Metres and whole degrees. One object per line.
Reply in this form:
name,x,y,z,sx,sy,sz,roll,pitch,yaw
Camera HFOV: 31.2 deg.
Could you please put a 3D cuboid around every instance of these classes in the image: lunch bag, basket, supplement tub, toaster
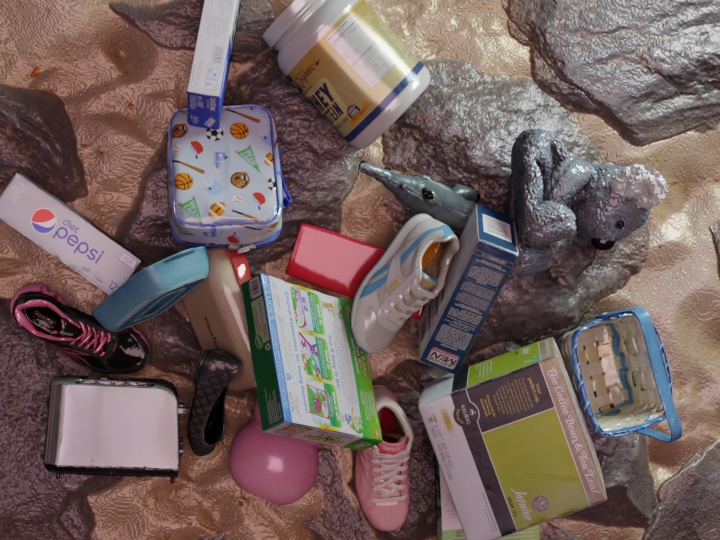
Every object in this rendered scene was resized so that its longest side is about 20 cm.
lunch bag,-0.173,-0.119,1.685,0.157,0.076,0.203,-2,63,-9
basket,0.354,0.134,1.732,0.137,0.200,0.179,-16,95,-13
supplement tub,-0.020,-0.276,1.699,0.144,0.144,0.200,-45,96,-3
toaster,-0.321,0.202,1.666,0.196,0.181,0.121,3,88,-7

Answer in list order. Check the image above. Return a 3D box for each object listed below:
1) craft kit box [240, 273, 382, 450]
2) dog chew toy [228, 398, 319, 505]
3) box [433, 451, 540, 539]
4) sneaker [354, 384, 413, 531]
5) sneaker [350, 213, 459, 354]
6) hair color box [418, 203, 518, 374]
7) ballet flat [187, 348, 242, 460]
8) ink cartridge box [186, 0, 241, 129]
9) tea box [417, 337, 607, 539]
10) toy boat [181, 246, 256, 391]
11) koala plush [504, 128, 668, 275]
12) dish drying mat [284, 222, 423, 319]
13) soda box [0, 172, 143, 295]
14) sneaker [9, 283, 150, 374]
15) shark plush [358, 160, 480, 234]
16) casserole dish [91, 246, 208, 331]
craft kit box,-0.061,0.120,1.662,0.048,0.196,0.203,-28,60,34
dog chew toy,-0.096,0.207,1.726,0.123,0.124,0.202,25,81,-7
box,0.176,0.299,1.803,0.142,0.036,0.204,-3,91,-7
sneaker,0.033,0.262,1.749,0.074,0.105,0.204,-5,94,-9
sneaker,0.057,0.023,1.709,0.076,0.081,0.202,28,92,-36
hair color box,0.141,0.026,1.713,0.060,0.100,0.202,20,119,-8
ballet flat,-0.191,0.184,1.691,0.056,0.067,0.202,21,134,11
ink cartridge box,-0.187,-0.295,1.668,0.043,0.094,0.203,9,70,-3
tea box,0.200,0.223,1.699,0.194,0.134,0.203,-19,95,9
toy boat,-0.150,0.052,1.723,0.130,0.130,0.203,-26,97,-36
koala plush,0.302,-0.098,1.738,0.196,0.178,0.187,3,72,-4
dish drying mat,0.000,0.000,1.777,0.197,0.018,0.078,18,91,-8
soda box,-0.384,-0.046,1.701,0.199,0.068,0.064,36,88,-7
sneaker,-0.371,0.084,1.696,0.198,0.095,0.080,24,88,-9
shark plush,0.095,-0.108,1.750,0.199,0.083,0.091,38,88,-7
casserole dish,-0.266,0.028,1.658,0.120,0.199,0.039,-22,83,-43
